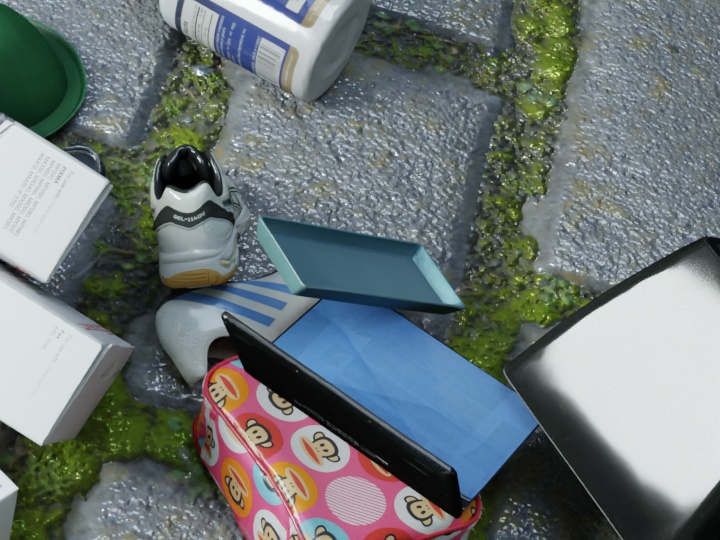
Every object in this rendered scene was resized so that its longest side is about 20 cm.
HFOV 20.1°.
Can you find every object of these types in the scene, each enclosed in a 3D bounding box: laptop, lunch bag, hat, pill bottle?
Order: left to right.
[{"bbox_3d":[-0.304,-0.208,1.605,0.165,0.176,0.200,37,50,19],"label":"hat"},{"bbox_3d":[-0.101,-0.238,1.740,0.199,0.111,0.111,30,48,11],"label":"pill bottle"},{"bbox_3d":[-0.009,0.136,1.450,0.176,0.082,0.200,-16,55,-29],"label":"lunch bag"},{"bbox_3d":[0.022,0.068,1.398,0.187,0.200,0.116,33,77,14],"label":"laptop"}]

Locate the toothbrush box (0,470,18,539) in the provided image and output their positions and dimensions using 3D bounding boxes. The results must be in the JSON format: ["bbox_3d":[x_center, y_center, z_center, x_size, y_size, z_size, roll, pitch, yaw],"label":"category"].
[{"bbox_3d":[-0.348,0.140,1.344,0.200,0.086,0.145,39,50,20],"label":"toothbrush box"}]

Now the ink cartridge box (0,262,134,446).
[{"bbox_3d":[-0.268,0.033,1.397,0.200,0.146,0.086,34,88,3],"label":"ink cartridge box"}]

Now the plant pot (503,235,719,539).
[{"bbox_3d":[0.264,0.088,1.462,0.200,0.178,0.200,8,40,-50],"label":"plant pot"}]

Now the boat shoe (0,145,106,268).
[{"bbox_3d":[-0.270,-0.048,1.552,0.200,0.062,0.075,-32,65,-35],"label":"boat shoe"}]

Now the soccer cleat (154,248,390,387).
[{"bbox_3d":[-0.059,0.037,1.545,0.199,0.070,0.087,-15,69,-24],"label":"soccer cleat"}]

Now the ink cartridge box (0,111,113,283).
[{"bbox_3d":[-0.277,-0.075,1.399,0.200,0.145,0.085,32,85,-7],"label":"ink cartridge box"}]

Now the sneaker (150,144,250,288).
[{"bbox_3d":[-0.123,-0.061,1.549,0.075,0.088,0.200,-8,22,-5],"label":"sneaker"}]

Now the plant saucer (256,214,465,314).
[{"bbox_3d":[0.000,0.000,1.498,0.200,0.019,0.070,10,40,-53],"label":"plant saucer"}]
